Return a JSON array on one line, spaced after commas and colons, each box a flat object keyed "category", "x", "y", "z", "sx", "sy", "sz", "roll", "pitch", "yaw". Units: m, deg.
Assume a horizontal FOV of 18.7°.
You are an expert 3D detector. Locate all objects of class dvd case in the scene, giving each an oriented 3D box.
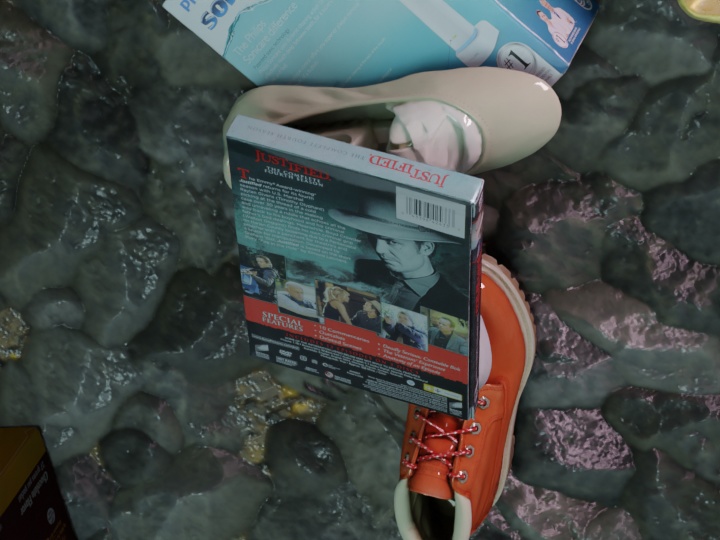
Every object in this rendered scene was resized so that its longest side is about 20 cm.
[{"category": "dvd case", "x": -0.001, "y": 0.002, "z": 1.238, "sx": 0.146, "sy": 0.022, "sz": 0.200, "roll": 15, "pitch": 144, "yaw": 15}]

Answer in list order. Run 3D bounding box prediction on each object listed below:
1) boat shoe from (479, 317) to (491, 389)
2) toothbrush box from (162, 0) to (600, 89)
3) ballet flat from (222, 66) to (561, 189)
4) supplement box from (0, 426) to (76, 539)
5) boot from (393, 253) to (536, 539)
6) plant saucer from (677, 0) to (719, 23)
[{"category": "boat shoe", "x": 0.000, "y": 0.000, "z": 1.323, "sx": 0.071, "sy": 0.064, "sz": 0.200, "roll": -43, "pitch": 79, "yaw": 19}, {"category": "toothbrush box", "x": 0.011, "y": -0.152, "z": 1.257, "sx": 0.200, "sy": 0.085, "sz": 0.146, "roll": 38, "pitch": 126, "yaw": -6}, {"category": "ballet flat", "x": 0.011, "y": -0.071, "z": 1.216, "sx": 0.199, "sy": 0.070, "sz": 0.070, "roll": -4, "pitch": 118, "yaw": 24}, {"category": "supplement box", "x": -0.312, "y": 0.234, "z": 1.567, "sx": 0.197, "sy": 0.133, "sz": 0.200, "roll": -4, "pitch": 118, "yaw": 20}, {"category": "boot", "x": 0.061, "y": 0.089, "z": 1.372, "sx": 0.075, "sy": 0.107, "sz": 0.201, "roll": 9, "pitch": 120, "yaw": 17}, {"category": "plant saucer", "x": 0.274, "y": -0.223, "z": 1.149, "sx": 0.199, "sy": 0.048, "sz": 0.201, "roll": 8, "pitch": 121, "yaw": 15}]
